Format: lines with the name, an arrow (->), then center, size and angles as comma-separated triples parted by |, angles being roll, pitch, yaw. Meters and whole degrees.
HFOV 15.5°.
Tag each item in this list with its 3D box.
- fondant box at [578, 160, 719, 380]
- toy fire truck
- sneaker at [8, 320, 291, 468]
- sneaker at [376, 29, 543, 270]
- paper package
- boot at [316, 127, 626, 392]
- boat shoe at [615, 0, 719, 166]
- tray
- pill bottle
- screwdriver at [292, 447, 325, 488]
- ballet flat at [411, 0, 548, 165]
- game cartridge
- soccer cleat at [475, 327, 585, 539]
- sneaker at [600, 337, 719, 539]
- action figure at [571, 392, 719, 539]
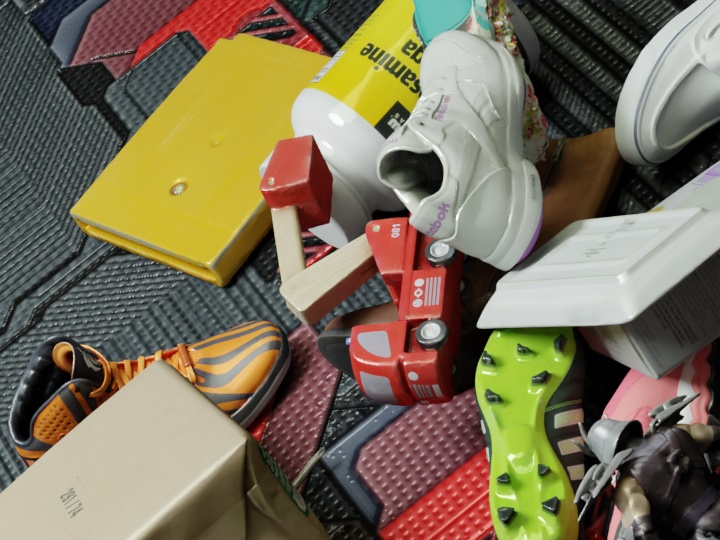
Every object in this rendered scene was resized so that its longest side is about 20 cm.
fondant box -> 0.225, -0.020, 1.610 | 0.200, 0.058, 0.144 | -34, 11, -6
toy fire truck -> 0.000, 0.000, 1.705 | 0.140, 0.049, 0.201 | -5, 52, 17
sneaker -> -0.149, 0.078, 1.798 | 0.200, 0.112, 0.078 | -33, 40, 4
sneaker -> 0.056, -0.090, 1.673 | 0.075, 0.099, 0.200 | -59, 28, 35
paper package -> -0.140, 0.171, 1.676 | 0.191, 0.104, 0.200 | -42, 23, -7
boot -> 0.075, -0.016, 1.764 | 0.188, 0.069, 0.201 | -10, 46, 29
boat shoe -> 0.247, -0.146, 1.762 | 0.065, 0.074, 0.200 | 19, 65, 49
tray -> 0.145, -0.005, 1.570 | 0.107, 0.022, 0.200 | -37, 12, -20
pill bottle -> 0.025, -0.115, 1.861 | 0.200, 0.113, 0.112 | -49, 41, -14
screwdriver -> -0.087, 0.190, 1.710 | 0.029, 0.028, 0.200 | 23, 67, 30
ballet flat -> 0.080, -0.153, 1.789 | 0.075, 0.064, 0.201 | -24, 72, 42
game cartridge -> -0.100, -0.088, 1.992 | 0.176, 0.032, 0.200 | 20, 63, 45
soccer cleat -> 0.107, 0.106, 1.608 | 0.067, 0.081, 0.201 | -8, 46, 13
sneaker -> 0.177, 0.115, 1.577 | 0.087, 0.074, 0.200 | -12, 37, 39
action figure -> 0.197, 0.144, 1.458 | 0.200, 0.069, 0.130 | 36, 58, 17
